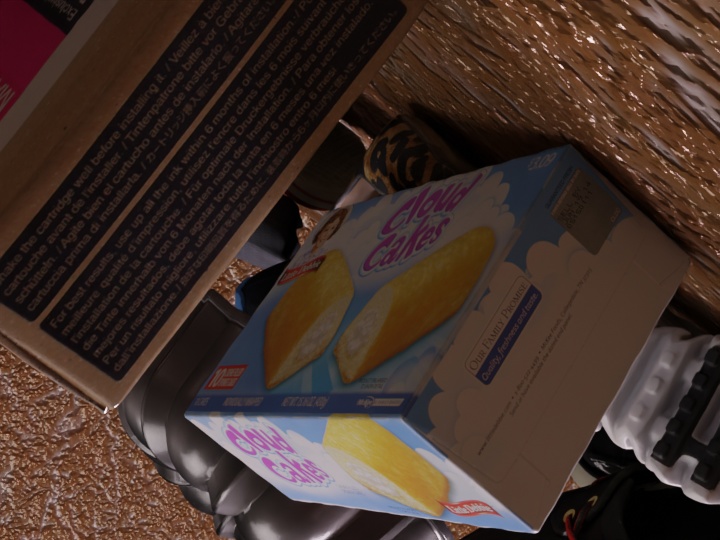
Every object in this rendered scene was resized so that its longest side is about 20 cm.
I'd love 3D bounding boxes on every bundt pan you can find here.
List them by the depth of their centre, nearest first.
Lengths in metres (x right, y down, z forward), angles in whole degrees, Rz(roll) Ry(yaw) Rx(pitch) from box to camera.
[{"bbox_3d":[-0.047,0.102,0.790,0.201,0.076,0.202,41,166,13],"label":"bundt pan"}]

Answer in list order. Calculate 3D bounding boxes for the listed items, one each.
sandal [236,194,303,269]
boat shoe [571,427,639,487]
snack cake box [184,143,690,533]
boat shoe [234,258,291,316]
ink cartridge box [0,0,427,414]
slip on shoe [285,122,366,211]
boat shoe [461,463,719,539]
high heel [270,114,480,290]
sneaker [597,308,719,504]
[{"bbox_3d":[-0.063,-0.035,0.924,0.075,0.043,0.200,24,170,-7],"label":"sandal"},{"bbox_3d":[0.134,0.057,0.828,0.073,0.064,0.202,10,-165,-4],"label":"boat shoe"},{"bbox_3d":[0.021,0.029,0.595,0.067,0.116,0.199,39,160,-18],"label":"snack cake box"},{"bbox_3d":[0.019,0.018,0.927,0.068,0.199,0.085,-14,94,48],"label":"boat shoe"},{"bbox_3d":[-0.092,-0.072,0.530,0.075,0.165,0.200,40,178,-37],"label":"ink cartridge box"},{"bbox_3d":[-0.046,-0.070,1.000,0.073,0.062,0.200,6,-164,-22],"label":"slip on shoe"},{"bbox_3d":[0.116,0.120,0.692,0.063,0.199,0.074,53,-153,-49],"label":"boat shoe"},{"bbox_3d":[0.000,0.000,0.748,0.071,0.143,0.200,40,178,-2],"label":"high heel"},{"bbox_3d":[0.117,0.043,0.644,0.081,0.076,0.200,29,-173,-43],"label":"sneaker"}]
